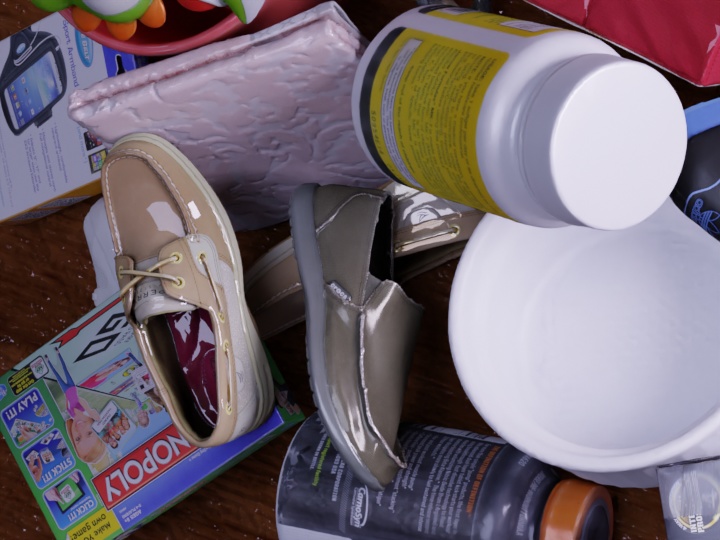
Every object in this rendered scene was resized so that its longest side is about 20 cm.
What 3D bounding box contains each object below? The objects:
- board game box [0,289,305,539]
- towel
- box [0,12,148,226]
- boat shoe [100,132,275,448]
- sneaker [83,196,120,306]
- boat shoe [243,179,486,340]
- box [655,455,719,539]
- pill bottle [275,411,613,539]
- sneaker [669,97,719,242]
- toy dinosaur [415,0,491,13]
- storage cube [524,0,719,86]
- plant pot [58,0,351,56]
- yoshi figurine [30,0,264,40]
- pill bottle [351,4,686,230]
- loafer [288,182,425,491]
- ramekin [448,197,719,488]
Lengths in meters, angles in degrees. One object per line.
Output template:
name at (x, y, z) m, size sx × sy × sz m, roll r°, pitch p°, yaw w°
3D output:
board game box at (-0.144, 0.087, 1.783) m, size 0.200 × 0.029 × 0.135 m, roll -35°, pitch 77°, yaw 27°
towel at (-0.055, -0.092, 1.726) m, size 0.190 × 0.200 × 0.032 m, roll -17°, pitch 61°, yaw 22°
box at (-0.195, -0.109, 1.835) m, size 0.200 × 0.041 × 0.120 m, roll -17°, pitch 81°, yaw 48°
boat shoe at (-0.112, 0.014, 1.682) m, size 0.074 × 0.066 × 0.201 m, roll -20°, pitch 98°, yaw 29°
sneaker at (-0.165, 0.059, 1.841) m, size 0.115 × 0.074 × 0.201 m, roll -29°, pitch 78°, yaw 19°
boat shoe at (0.000, 0.000, 1.762) m, size 0.200 × 0.074 × 0.069 m, roll -32°, pitch 70°, yaw 21°
box at (0.232, 0.184, 1.579) m, size 0.049 × 0.200 × 0.162 m, roll -8°, pitch 86°, yaw 24°
pill bottle at (0.056, 0.152, 1.715) m, size 0.199 × 0.106 × 0.107 m, roll 9°, pitch 93°, yaw 26°
sneaker at (0.265, -0.078, 1.591) m, size 0.199 × 0.070 × 0.078 m, roll -26°, pitch 61°, yaw -17°
toy dinosaur at (0.079, -0.143, 1.726) m, size 0.088 × 0.047 × 0.201 m, roll -29°, pitch 93°, yaw -13°
storage cube at (0.195, -0.225, 1.608) m, size 0.171 × 0.200 × 0.180 m, roll 28°, pitch 108°, yaw 23°
plant pot at (-0.088, -0.228, 1.749) m, size 0.200 × 0.177 × 0.201 m, roll 0°, pitch 90°, yaw 26°
yoshi figurine at (-0.120, -0.209, 1.616) m, size 0.199 × 0.112 × 0.113 m, roll -10°, pitch 69°, yaw 28°
pill bottle at (0.091, -0.087, 1.584) m, size 0.200 × 0.114 × 0.115 m, roll 21°, pitch 100°, yaw 57°
loafer at (0.004, 0.035, 1.679) m, size 0.069 × 0.075 × 0.201 m, roll -14°, pitch 74°, yaw 11°
ramekin at (0.161, 0.035, 1.646) m, size 0.200 × 0.098 × 0.201 m, roll -7°, pitch 69°, yaw 18°
